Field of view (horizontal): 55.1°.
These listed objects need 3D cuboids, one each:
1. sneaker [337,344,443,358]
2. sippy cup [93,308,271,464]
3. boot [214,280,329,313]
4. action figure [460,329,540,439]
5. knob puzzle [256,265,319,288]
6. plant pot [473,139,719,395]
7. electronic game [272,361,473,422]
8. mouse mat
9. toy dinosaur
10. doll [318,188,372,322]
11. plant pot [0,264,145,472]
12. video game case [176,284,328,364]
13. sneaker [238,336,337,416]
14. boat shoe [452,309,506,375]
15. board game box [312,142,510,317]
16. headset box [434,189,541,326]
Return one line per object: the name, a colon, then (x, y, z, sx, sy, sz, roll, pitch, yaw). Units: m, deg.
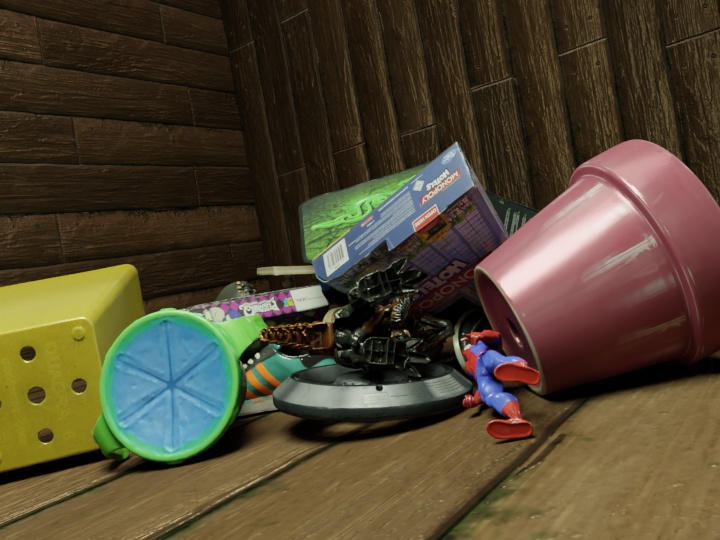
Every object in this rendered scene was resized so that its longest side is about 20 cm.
sneaker: (0.023, 0.109, 0.931, 0.196, 0.078, 0.104, -4, -10, 31)
sippy cup: (-0.172, 0.116, 0.694, 0.173, 0.144, 0.130, -2, -10, 3)
boot: (-0.137, 0.049, 0.955, 0.199, 0.141, 0.077, -37, -35, 25)
action figure: (0.110, 0.087, 0.594, 0.050, 0.067, 0.200, 3, 3, 4)
knob puzzle: (-0.035, 0.008, 0.947, 0.213, 0.031, 0.220, -2, 0, 0)
plant pot: (0.208, 0.013, 0.623, 0.176, 0.204, 0.200, -26, 1, -3)
electronic game: (0.012, 0.118, 0.675, 0.194, 0.043, 0.200, -3, 0, 0)
mouse mat: (0.022, -0.073, 0.796, 0.195, 0.008, 0.162, -16, 31, 1)
toy dinosaur: (0.006, 0.066, 0.672, 0.197, 0.104, 0.135, -23, -6, -27)
doll: (0.000, 0.000, 0.819, 0.048, 0.136, 0.203, -27, 32, 41)
plant pot: (-0.342, 0.117, 0.772, 0.195, 0.206, 0.176, -10, 7, -11)
video game case: (-0.144, 0.101, 0.856, 0.177, 0.036, 0.202, -10, -34, -26)
sneaker: (-0.108, 0.121, 0.817, 0.195, 0.082, 0.071, -11, 0, 16)
boat shoe: (0.170, 0.071, 0.768, 0.065, 0.076, 0.197, -23, -15, 33)
board game box: (0.087, -0.007, 0.727, 0.199, 0.063, 0.198, -37, -43, 26)
headset box: (0.149, -0.006, 0.899, 0.196, 0.179, 0.092, 16, -8, -20)
